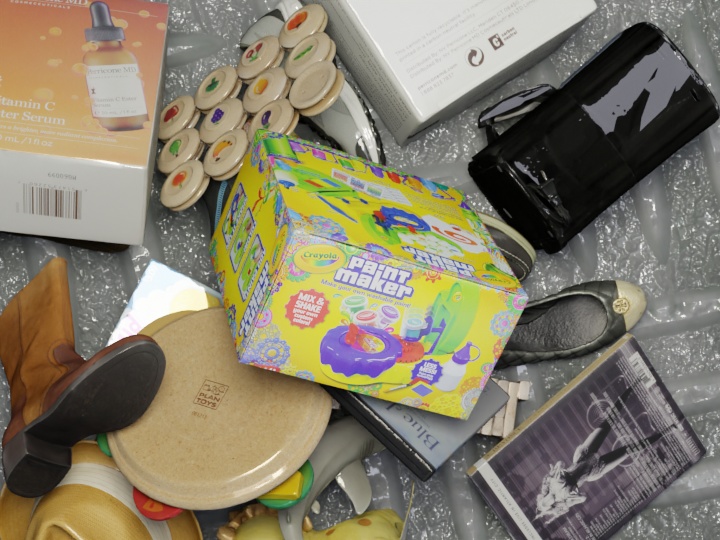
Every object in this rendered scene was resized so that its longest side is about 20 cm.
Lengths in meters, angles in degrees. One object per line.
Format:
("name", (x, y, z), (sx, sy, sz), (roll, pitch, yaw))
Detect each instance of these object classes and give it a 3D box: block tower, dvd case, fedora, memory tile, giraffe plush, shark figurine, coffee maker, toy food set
("block tower", (0.051, 0.114, 1.423), (0.200, 0.054, 0.058), (8, 84, -5))
("dvd case", (0.210, 0.176, 1.429), (0.200, 0.016, 0.149), (-39, 112, -10))
("fedora", (-0.230, 0.245, 1.323), (0.200, 0.082, 0.201), (3, 113, 8))
("dvd case", (0.041, 0.093, 1.316), (0.143, 0.200, 0.018), (43, 116, 9))
("memory tile", (-0.103, -0.145, 1.365), (0.200, 0.153, 0.017), (-33, 129, 18))
("giraffe plush", (-0.048, 0.268, 1.352), (0.162, 0.173, 0.200), (9, 76, 3))
("shark figurine", (-0.038, 0.170, 1.311), (0.128, 0.090, 0.215), (7, 40, 19))
("coffee maker", (0.219, -0.115, 1.399), (0.200, 0.192, 0.135), (-40, 117, -7))
("toy food set", (-0.120, 0.115, 1.282), (0.200, 0.049, 0.198), (1, 55, 13))

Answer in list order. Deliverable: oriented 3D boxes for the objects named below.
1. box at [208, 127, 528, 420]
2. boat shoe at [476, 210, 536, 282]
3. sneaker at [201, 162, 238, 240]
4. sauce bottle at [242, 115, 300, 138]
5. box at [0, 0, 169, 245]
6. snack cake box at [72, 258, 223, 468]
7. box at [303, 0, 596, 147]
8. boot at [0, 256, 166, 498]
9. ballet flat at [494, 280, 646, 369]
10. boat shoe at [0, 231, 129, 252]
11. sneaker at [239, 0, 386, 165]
("box", (0.000, 0.000, 1.257), (0.200, 0.193, 0.122), (16, 113, -20))
("boat shoe", (0.069, -0.026, 1.410), (0.201, 0.072, 0.066), (26, 56, -22))
("sneaker", (-0.085, -0.017, 1.396), (0.073, 0.082, 0.200), (-27, 99, -51))
("sauce bottle", (-0.040, -0.061, 1.426), (0.200, 0.066, 0.066), (44, 81, -1))
("box", (-0.251, -0.136, 1.345), (0.152, 0.106, 0.200), (6, 51, -6))
("snack cake box", (-0.183, 0.104, 1.390), (0.115, 0.067, 0.200), (27, 81, -4))
("box", (0.072, -0.255, 1.426), (0.199, 0.131, 0.200), (-33, 89, -9))
("boot", (-0.240, 0.064, 1.308), (0.068, 0.200, 0.188), (22, 122, -31))
("ballet flat", (0.175, 0.055, 1.442), (0.200, 0.057, 0.067), (-16, 87, -8))
("boat shoe", (-0.298, -0.071, 1.399), (0.200, 0.074, 0.067), (15, 66, -5))
("sneaker", (-0.039, -0.154, 1.439), (0.079, 0.074, 0.200), (-32, 82, 0))
